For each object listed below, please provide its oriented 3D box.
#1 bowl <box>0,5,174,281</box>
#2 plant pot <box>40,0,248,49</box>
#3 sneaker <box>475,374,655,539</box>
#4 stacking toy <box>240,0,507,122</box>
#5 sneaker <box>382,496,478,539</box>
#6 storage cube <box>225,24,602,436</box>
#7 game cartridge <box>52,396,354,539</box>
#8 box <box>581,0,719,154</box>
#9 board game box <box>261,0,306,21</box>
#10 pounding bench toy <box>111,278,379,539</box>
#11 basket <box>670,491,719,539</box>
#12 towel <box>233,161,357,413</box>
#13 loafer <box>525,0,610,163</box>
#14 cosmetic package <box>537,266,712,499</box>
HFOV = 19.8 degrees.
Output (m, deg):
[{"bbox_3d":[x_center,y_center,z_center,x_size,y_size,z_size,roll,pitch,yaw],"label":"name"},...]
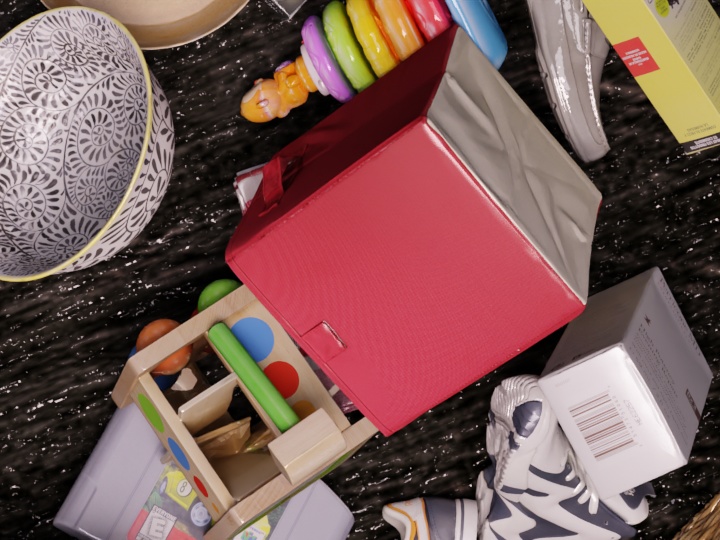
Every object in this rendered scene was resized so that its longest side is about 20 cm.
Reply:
[{"bbox_3d":[-0.199,-0.079,1.475,0.200,0.094,0.202,-11,70,32],"label":"bowl"},{"bbox_3d":[-0.158,-0.263,1.509,0.199,0.027,0.201,-1,97,-5],"label":"plant pot"},{"bbox_3d":[0.159,0.145,1.518,0.129,0.080,0.200,0,135,-6],"label":"sneaker"},{"bbox_3d":[-0.002,-0.163,1.511,0.199,0.116,0.110,-26,104,11],"label":"stacking toy"},{"bbox_3d":[0.042,0.271,1.556,0.079,0.078,0.201,6,75,-4],"label":"sneaker"},{"bbox_3d":[0.041,-0.030,1.425,0.179,0.171,0.200,-34,107,25],"label":"storage cube"},{"bbox_3d":[-0.111,0.179,1.534,0.199,0.041,0.134,29,66,-4],"label":"game cartridge"},{"bbox_3d":[0.216,-0.185,1.506,0.200,0.050,0.075,52,47,-23],"label":"box"},{"bbox_3d":[-0.033,-0.299,1.496,0.135,0.028,0.200,45,80,-12],"label":"board game box"},{"bbox_3d":[-0.082,0.084,1.444,0.124,0.200,0.156,-33,84,-19],"label":"pounding bench toy"},{"bbox_3d":[0.320,0.246,1.557,0.149,0.143,0.200,45,91,-8],"label":"basket"},{"bbox_3d":[0.000,0.000,1.557,0.143,0.023,0.201,-19,98,-4],"label":"towel"},{"bbox_3d":[0.161,-0.181,1.529,0.069,0.070,0.201,-14,97,4],"label":"loafer"},{"bbox_3d":[0.196,0.077,1.491,0.074,0.200,0.102,-26,99,22],"label":"cosmetic package"}]
